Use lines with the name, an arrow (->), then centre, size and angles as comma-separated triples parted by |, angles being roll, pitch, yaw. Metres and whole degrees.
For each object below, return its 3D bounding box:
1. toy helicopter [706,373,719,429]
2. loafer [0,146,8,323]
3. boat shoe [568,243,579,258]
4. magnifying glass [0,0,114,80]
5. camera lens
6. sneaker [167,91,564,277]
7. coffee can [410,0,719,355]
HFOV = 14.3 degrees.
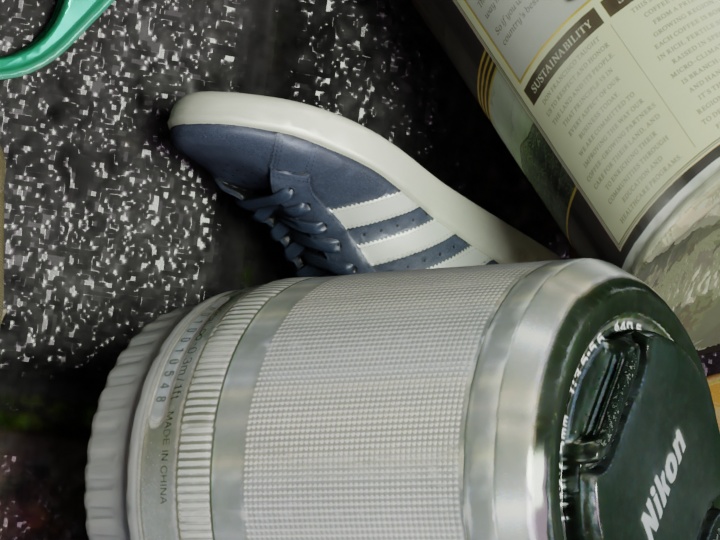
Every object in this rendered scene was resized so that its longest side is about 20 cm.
toy helicopter -> 0.164, 0.050, 1.210 | 0.200, 0.132, 0.079 | -57, 157, -10
loafer -> -0.166, 0.029, 1.065 | 0.076, 0.067, 0.201 | 19, 99, 15
boat shoe -> 0.168, -0.041, 1.235 | 0.200, 0.071, 0.065 | -40, 117, -32
magnifying glass -> -0.096, -0.131, 1.128 | 0.200, 0.022, 0.080 | -21, 102, -27
camera lens -> 0.021, 0.080, 1.041 | 0.160, 0.199, 0.161 | 9, 79, -58
sneaker -> 0.000, 0.000, 1.153 | 0.200, 0.075, 0.085 | 29, 74, -26
coffee can -> 0.116, -0.088, 1.119 | 0.146, 0.147, 0.200 | -15, 58, -27
